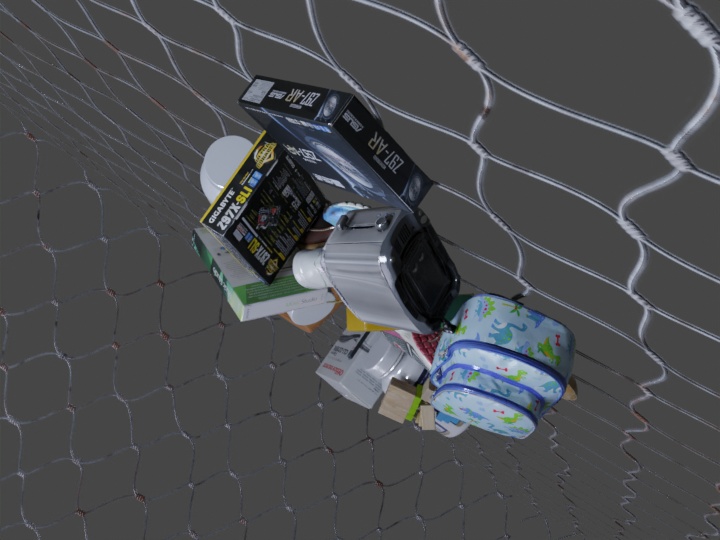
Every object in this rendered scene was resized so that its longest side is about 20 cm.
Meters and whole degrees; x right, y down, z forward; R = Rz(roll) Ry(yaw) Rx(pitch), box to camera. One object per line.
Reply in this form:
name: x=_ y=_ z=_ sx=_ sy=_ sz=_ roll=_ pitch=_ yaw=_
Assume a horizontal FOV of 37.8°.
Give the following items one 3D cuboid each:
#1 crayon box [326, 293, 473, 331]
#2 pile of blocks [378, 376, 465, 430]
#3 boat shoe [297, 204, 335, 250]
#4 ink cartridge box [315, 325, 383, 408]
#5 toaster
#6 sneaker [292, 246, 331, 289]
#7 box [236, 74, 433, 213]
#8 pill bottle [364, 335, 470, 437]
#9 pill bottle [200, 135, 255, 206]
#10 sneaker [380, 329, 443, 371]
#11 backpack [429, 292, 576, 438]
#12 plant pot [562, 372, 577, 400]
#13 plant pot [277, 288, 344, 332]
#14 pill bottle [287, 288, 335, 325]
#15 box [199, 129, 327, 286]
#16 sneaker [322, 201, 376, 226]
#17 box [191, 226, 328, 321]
crayon box: x=0.057 y=0.064 z=1.568 sx=0.199 sy=0.051 sz=0.127 roll=-1 pitch=177 yaw=-12
pile of blocks: x=0.131 y=0.214 z=1.744 sx=0.199 sy=0.083 sz=0.062 roll=1 pitch=-159 yaw=8
boat shoe: x=-0.067 y=-0.068 z=1.638 sx=0.200 sy=0.070 sz=0.071 roll=-2 pitch=102 yaw=65
ink cartridge box: x=0.022 y=0.140 z=1.931 sx=0.084 sy=0.200 sz=0.144 roll=38 pitch=170 yaw=-18
toaster: x=0.040 y=0.002 z=1.364 sx=0.129 sy=0.114 sz=0.200 roll=6 pitch=143 yaw=39
sneaker: x=0.000 y=0.000 z=1.563 sx=0.199 sy=0.075 sz=0.099 roll=0 pitch=173 yaw=-41
box: x=-0.031 y=-0.147 z=1.203 sx=0.200 sy=0.044 sz=0.160 roll=23 pitch=164 yaw=50
pill bottle: x=0.108 y=0.193 z=1.828 sx=0.200 sy=0.111 sz=0.111 roll=36 pitch=170 yaw=-16
pill bottle: x=-0.179 y=-0.131 z=1.578 sx=0.112 sy=0.112 sz=0.200 roll=34 pitch=170 yaw=8
sneaker: x=0.096 y=0.110 z=1.672 sx=0.200 sy=0.080 sz=0.075 roll=47 pitch=143 yaw=35
backpack: x=0.193 y=0.134 z=1.420 sx=0.182 sy=0.147 sz=0.200 roll=21 pitch=153 yaw=2
plant pot: x=0.255 y=0.133 z=1.630 sx=0.200 sy=0.028 sz=0.200 roll=34 pitch=169 yaw=7
plant pot: x=-0.110 y=0.024 z=2.006 sx=0.200 sy=0.140 sz=0.200 roll=34 pitch=169 yaw=7
pill bottle: x=-0.120 y=-0.007 z=1.777 sx=0.200 sy=0.110 sz=0.111 roll=58 pitch=-175 yaw=34
box: x=-0.132 y=-0.085 z=1.497 sx=0.049 sy=0.160 sz=0.200 roll=31 pitch=171 yaw=23
sneaker: x=0.026 y=-0.022 z=1.472 sx=0.200 sy=0.090 sz=0.078 roll=37 pitch=170 yaw=-8
box: x=-0.158 y=-0.007 z=1.630 sx=0.200 sy=0.144 sz=0.036 roll=51 pitch=142 yaw=41
